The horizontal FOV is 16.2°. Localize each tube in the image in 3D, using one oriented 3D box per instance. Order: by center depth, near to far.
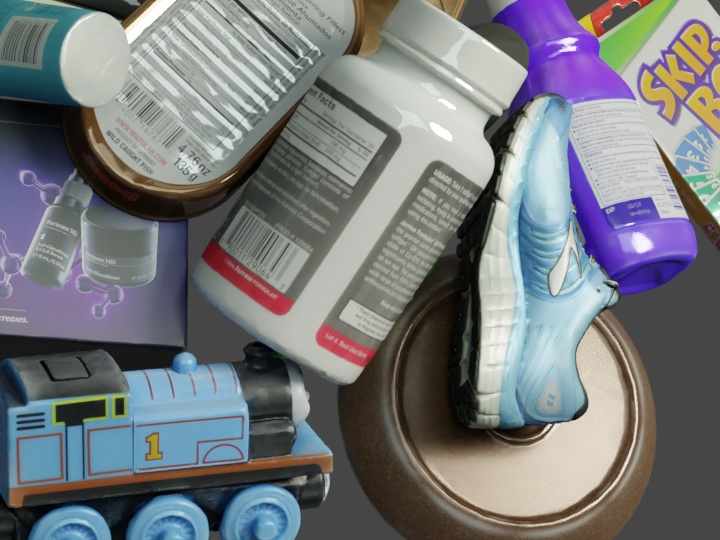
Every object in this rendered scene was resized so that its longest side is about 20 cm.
[{"bbox_3d":[-0.212,-0.126,1.394,0.077,0.200,0.050,-50,132,-28],"label":"tube"}]

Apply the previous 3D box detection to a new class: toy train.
[{"bbox_3d":[-0.111,0.099,1.364,0.199,0.087,0.115,-5,112,-18],"label":"toy train"}]

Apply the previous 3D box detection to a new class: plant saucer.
[{"bbox_3d":[0.086,0.079,1.481,0.199,0.034,0.201,5,70,-14],"label":"plant saucer"}]

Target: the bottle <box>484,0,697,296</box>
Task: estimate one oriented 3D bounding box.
[{"bbox_3d":[0.132,-0.083,1.528,0.083,0.065,0.201,-7,67,-41],"label":"bottle"}]

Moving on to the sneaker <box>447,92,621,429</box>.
[{"bbox_3d":[0.105,-0.003,1.459,0.090,0.078,0.201,9,78,-12],"label":"sneaker"}]

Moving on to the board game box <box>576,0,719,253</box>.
[{"bbox_3d":[0.219,-0.094,1.586,0.095,0.030,0.200,-34,82,-24],"label":"board game box"}]

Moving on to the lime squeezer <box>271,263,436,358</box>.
[{"bbox_3d":[0.000,0.000,1.469,0.070,0.038,0.200,28,65,18],"label":"lime squeezer"}]

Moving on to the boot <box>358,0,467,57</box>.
[{"bbox_3d":[0.040,-0.192,1.524,0.074,0.076,0.200,35,72,23],"label":"boot"}]

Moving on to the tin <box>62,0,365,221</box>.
[{"bbox_3d":[-0.079,-0.114,1.415,0.112,0.042,0.200,44,64,-4],"label":"tin"}]

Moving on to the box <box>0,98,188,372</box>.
[{"bbox_3d":[-0.199,-0.018,1.405,0.199,0.079,0.142,4,68,-16],"label":"box"}]

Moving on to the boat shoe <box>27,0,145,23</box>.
[{"bbox_3d":[-0.110,-0.147,1.476,0.201,0.074,0.063,18,75,-6],"label":"boat shoe"}]

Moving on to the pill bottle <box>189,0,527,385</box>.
[{"bbox_3d":[0.004,-0.047,1.383,0.111,0.111,0.200,34,93,-3],"label":"pill bottle"}]

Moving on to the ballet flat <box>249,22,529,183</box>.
[{"bbox_3d":[0.018,-0.084,1.469,0.200,0.068,0.068,-39,71,-9],"label":"ballet flat"}]
